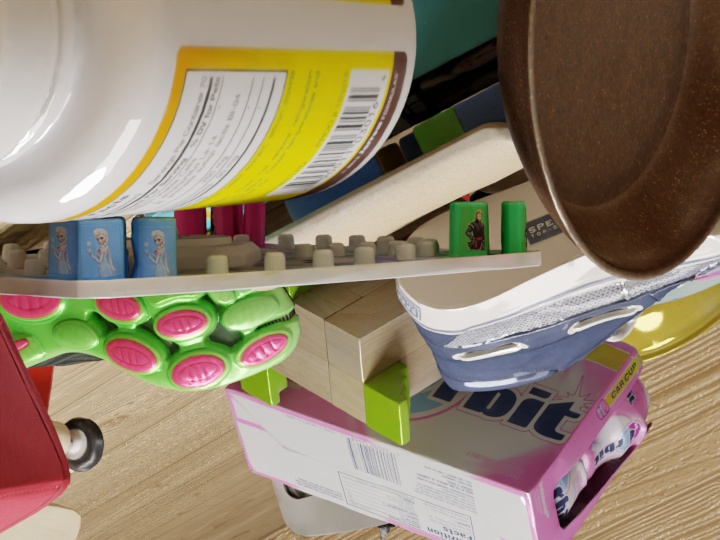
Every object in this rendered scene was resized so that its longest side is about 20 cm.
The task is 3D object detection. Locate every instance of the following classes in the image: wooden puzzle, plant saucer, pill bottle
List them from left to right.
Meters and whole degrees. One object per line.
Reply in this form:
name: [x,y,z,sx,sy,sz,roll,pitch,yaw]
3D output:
pill bottle: [-0.073,-0.072,0.611,0.109,0.110,0.200,-31,169,29]
wooden puzzle: [0.057,-0.060,0.918,0.185,0.047,0.199,-26,178,42]
plant saucer: [0.107,-0.098,0.796,0.036,0.202,0.200,9,-166,36]

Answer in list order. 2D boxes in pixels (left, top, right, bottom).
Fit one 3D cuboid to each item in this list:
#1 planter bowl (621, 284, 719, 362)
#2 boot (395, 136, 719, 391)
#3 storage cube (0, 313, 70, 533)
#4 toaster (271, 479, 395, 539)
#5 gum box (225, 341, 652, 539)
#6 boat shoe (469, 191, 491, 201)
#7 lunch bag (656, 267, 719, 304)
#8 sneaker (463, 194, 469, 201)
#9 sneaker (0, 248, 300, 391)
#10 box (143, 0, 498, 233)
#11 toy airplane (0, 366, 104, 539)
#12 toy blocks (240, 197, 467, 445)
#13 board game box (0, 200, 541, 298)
planter bowl: [0.169,-0.044,1.318,0.200,0.201,0.083,-28,134,16]
boot: [0.117,-0.008,0.911,0.199,0.073,0.090,-17,146,6]
storage cube: [-0.225,0.032,0.586,0.199,0.172,0.180,-28,169,16]
toaster: [0.024,0.089,1.397,0.180,0.201,0.118,-18,176,39]
gum box: [0.044,0.074,1.048,0.114,0.199,0.066,-48,141,-35]
boat shoe: [0.125,-0.067,1.252,0.200,0.066,0.075,-49,130,-7]
lunch bag: [0.180,-0.041,1.028,0.199,0.078,0.160,-25,168,24]
sneaker: [-0.009,-0.003,1.243,0.199,0.077,0.085,-31,174,31]
sneaker: [-0.120,0.014,0.977,0.199,0.077,0.084,2,-164,21]
box: [-0.008,-0.083,0.892,0.199,0.049,0.082,-27,170,8]
toy airplane: [-0.252,0.134,1.151,0.199,0.141,0.201,-34,142,-29]
toy blocks: [0.000,0.000,1.035,0.136,0.101,0.199,-29,-142,-33]
board game box: [-0.069,-0.011,0.741,0.199,0.026,0.199,-4,-176,-40]
